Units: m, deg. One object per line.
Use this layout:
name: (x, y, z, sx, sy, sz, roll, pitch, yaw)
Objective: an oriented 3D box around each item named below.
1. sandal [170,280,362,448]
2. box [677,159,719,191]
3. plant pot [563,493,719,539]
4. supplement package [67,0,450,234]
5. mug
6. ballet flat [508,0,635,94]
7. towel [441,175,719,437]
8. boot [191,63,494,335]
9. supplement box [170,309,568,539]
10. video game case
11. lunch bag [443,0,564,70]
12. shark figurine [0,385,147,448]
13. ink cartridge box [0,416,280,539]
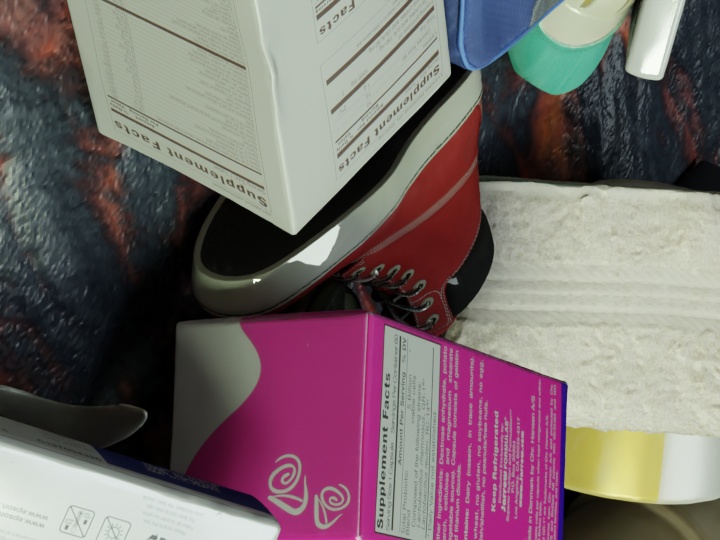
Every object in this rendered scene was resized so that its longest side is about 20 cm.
sandal: (-0.055, 0.084, 1.303, 0.201, 0.057, 0.080, -58, 145, -43)
box: (0.261, 0.069, 1.673, 0.123, 0.199, 0.199, -46, 148, -29)
plant pot: (0.141, 0.239, 1.654, 0.173, 0.200, 0.201, -21, 133, -30)
supplement package: (-0.045, -0.134, 1.067, 0.110, 0.113, 0.201, -46, 149, -28)
mug: (0.147, 0.037, 1.519, 0.186, 0.149, 0.154, -21, 124, -61)
ballet flat: (0.115, -0.171, 1.351, 0.067, 0.070, 0.201, 1, 116, -19)
towel: (0.141, 0.021, 1.447, 0.034, 0.199, 0.134, -144, -122, -76)
boot: (0.000, 0.000, 1.289, 0.200, 0.072, 0.145, -43, 139, -39)
supplement box: (0.007, 0.084, 1.243, 0.200, 0.101, 0.104, 23, 67, -57)
video game case: (0.172, -0.215, 1.384, 0.182, 0.023, 0.201, -71, 175, -68)
lunch bag: (0.042, -0.183, 1.157, 0.136, 0.132, 0.201, -43, 145, -34)
shark figurine: (-0.152, 0.156, 1.160, 0.215, 0.089, 0.128, -55, 153, -12)
ink cartridge box: (-0.156, 0.160, 1.097, 0.195, 0.043, 0.201, 20, 97, -28)
